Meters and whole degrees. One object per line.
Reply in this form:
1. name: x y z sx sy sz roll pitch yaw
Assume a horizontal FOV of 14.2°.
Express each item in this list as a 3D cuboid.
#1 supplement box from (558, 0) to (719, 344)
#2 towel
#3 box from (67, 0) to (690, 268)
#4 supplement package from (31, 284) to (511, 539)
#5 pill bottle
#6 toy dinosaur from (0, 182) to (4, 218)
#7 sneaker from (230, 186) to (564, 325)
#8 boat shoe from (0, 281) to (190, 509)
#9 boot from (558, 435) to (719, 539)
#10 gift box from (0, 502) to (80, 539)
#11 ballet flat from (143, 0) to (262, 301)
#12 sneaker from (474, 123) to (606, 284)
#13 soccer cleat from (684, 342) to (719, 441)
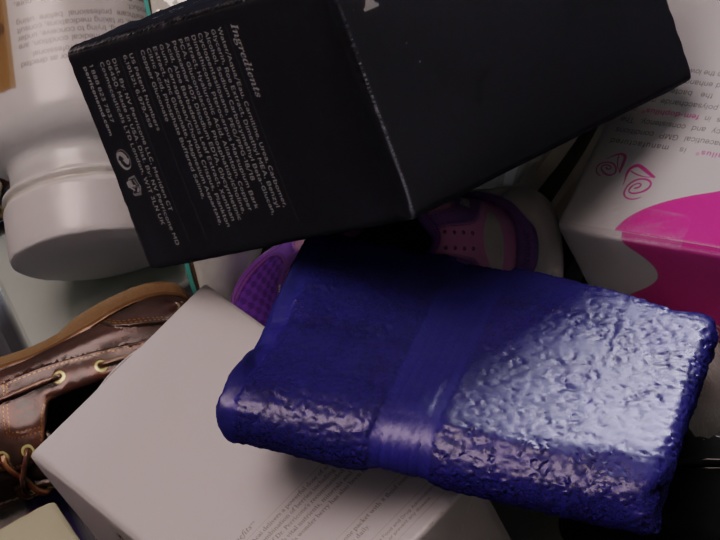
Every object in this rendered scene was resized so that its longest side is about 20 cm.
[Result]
1. supplement box: 0.188 -0.064 1.392 0.101 0.103 0.200 11 59 31
2. towel: 0.049 0.052 1.268 0.199 0.050 0.148 12 37 13
3. box: 0.008 -0.096 1.339 0.196 0.118 0.200 -27 10 -39
4. supplement package: -0.033 0.121 1.338 0.121 0.120 0.200 -44 49 -13
5. pill bottle: -0.156 -0.103 1.548 0.114 0.114 0.201 -13 74 16
6. toy dinosaur: -0.229 -0.055 1.630 0.101 0.058 0.200 12 51 49
7. sneaker: 0.000 0.000 1.407 0.200 0.088 0.081 -14 78 42
8. boat shoe: -0.162 0.078 1.468 0.200 0.070 0.070 -32 43 -1
9. boot: 0.180 0.154 1.244 0.197 0.073 0.163 -7 51 15
10. gift box: -0.152 0.253 1.255 0.200 0.185 0.187 -33 45 -10
11. ballet flat: -0.069 -0.077 1.503 0.069 0.069 0.201 -12 79 17
12. sneaker: 0.095 -0.073 1.460 0.115 0.076 0.201 19 67 33
13. soccer cleat: 0.084 0.060 1.377 0.199 0.070 0.086 7 42 27
